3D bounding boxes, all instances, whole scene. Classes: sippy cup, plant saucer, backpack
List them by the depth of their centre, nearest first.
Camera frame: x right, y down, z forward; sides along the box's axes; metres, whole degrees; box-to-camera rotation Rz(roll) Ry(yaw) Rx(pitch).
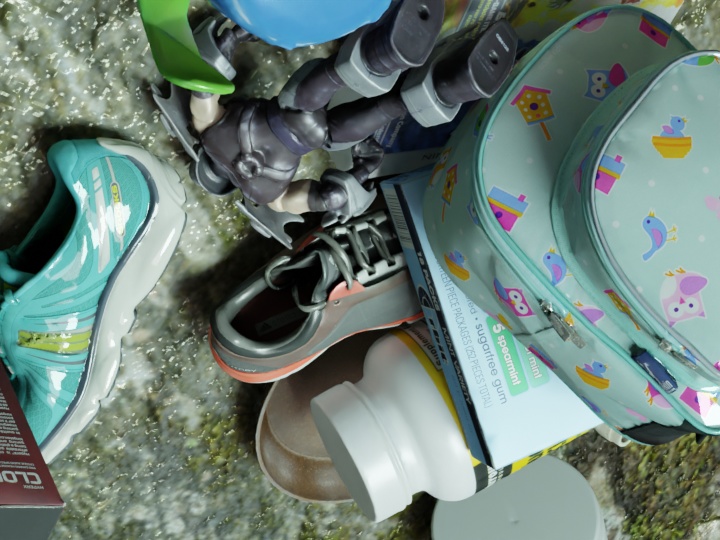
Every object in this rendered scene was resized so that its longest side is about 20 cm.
[{"bbox_3d":[-0.041,-0.169,0.653,0.139,0.130,0.178,-26,138,-14],"label":"sippy cup"},{"bbox_3d":[0.140,-0.030,0.751,0.176,0.200,0.153,-51,179,-17],"label":"backpack"},{"bbox_3d":[0.015,0.072,0.992,0.200,0.035,0.201,-19,135,-20],"label":"plant saucer"}]

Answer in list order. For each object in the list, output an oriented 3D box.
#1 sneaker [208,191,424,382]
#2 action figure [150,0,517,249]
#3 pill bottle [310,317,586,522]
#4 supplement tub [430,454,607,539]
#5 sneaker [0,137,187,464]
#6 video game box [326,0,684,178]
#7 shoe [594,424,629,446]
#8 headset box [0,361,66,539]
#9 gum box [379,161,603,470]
[{"bbox_3d":[0.000,0.000,0.861,0.200,0.077,0.082,-34,168,-3],"label":"sneaker"},{"bbox_3d":[-0.022,-0.080,0.754,0.200,0.069,0.130,-21,132,40],"label":"action figure"},{"bbox_3d":[0.075,0.071,0.923,0.200,0.112,0.113,-28,139,-12],"label":"pill bottle"},{"bbox_3d":[0.133,0.246,1.164,0.132,0.132,0.200,-30,139,-9],"label":"supplement tub"},{"bbox_3d":[-0.167,0.018,0.790,0.080,0.078,0.200,14,108,-37],"label":"sneaker"},{"bbox_3d":[0.089,-0.137,0.808,0.182,0.047,0.200,-13,149,-29],"label":"video game box"},{"bbox_3d":[0.243,0.050,1.119,0.200,0.053,0.070,-48,139,12],"label":"shoe"},{"bbox_3d":[-0.227,0.112,0.728,0.077,0.200,0.149,8,122,-40],"label":"headset box"},{"bbox_3d":[0.132,-0.004,0.853,0.200,0.045,0.170,-21,99,-13],"label":"gum box"}]
